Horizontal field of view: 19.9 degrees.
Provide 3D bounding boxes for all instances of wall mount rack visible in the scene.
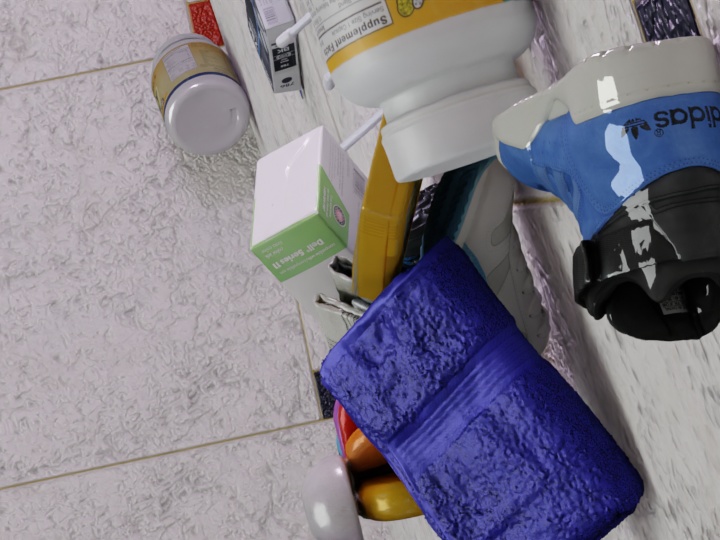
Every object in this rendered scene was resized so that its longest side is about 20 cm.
[{"bbox_3d":[-0.019,-0.177,1.628,0.174,0.074,0.201,87,164,-71],"label":"wall mount rack"}]

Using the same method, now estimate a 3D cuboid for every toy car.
[{"bbox_3d":[0.031,0.148,1.708,0.200,0.174,0.151,124,131,-84],"label":"toy car"}]

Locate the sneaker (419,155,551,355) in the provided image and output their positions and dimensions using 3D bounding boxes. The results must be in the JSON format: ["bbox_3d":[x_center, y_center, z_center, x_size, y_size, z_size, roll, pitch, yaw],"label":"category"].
[{"bbox_3d":[0.080,0.010,1.294,0.077,0.080,0.201,-99,14,-61],"label":"sneaker"}]

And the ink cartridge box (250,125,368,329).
[{"bbox_3d":[0.000,0.000,1.596,0.200,0.067,0.117,49,-155,-30],"label":"ink cartridge box"}]

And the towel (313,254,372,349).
[{"bbox_3d":[0.056,0.092,1.502,0.192,0.035,0.201,27,148,30],"label":"towel"}]

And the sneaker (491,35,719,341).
[{"bbox_3d":[0.108,-0.022,0.851,0.200,0.076,0.112,149,112,-78],"label":"sneaker"}]

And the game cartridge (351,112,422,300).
[{"bbox_3d":[0.030,-0.087,1.229,0.200,0.032,0.177,102,-178,-76],"label":"game cartridge"}]

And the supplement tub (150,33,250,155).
[{"bbox_3d":[-0.269,-0.296,3.402,0.200,0.144,0.145,-116,9,-55],"label":"supplement tub"}]

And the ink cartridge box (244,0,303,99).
[{"bbox_3d":[-0.101,-0.273,2.340,0.200,0.039,0.100,83,166,-68],"label":"ink cartridge box"}]

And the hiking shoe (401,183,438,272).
[{"bbox_3d":[0.055,-0.017,1.502,0.200,0.074,0.087,-32,-80,-84],"label":"hiking shoe"}]

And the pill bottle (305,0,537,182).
[{"bbox_3d":[0.026,-0.153,1.060,0.113,0.112,0.201,137,115,-84],"label":"pill bottle"}]

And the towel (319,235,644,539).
[{"bbox_3d":[0.066,0.098,1.237,0.200,0.049,0.148,51,132,14],"label":"towel"}]
